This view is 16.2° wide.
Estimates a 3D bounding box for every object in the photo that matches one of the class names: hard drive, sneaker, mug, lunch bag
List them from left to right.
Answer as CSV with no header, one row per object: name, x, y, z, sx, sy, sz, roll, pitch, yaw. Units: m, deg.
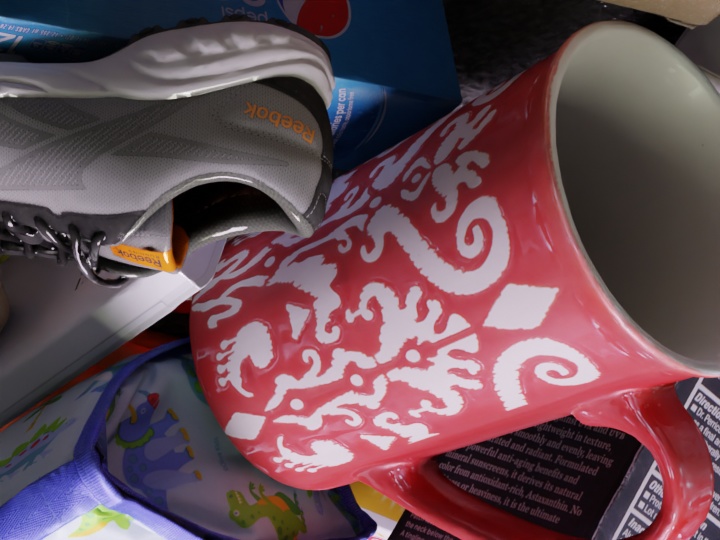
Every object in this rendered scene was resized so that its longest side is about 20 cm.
sneaker,-0.105,-0.031,0.877,0.199,0.080,0.074,-11,156,6
hard drive,-0.118,-0.001,1.036,0.026,0.132,0.200,39,132,-21
lunch bag,-0.115,0.111,1.011,0.170,0.128,0.200,-33,165,22
mug,0.038,0.023,0.942,0.200,0.178,0.133,-23,143,39

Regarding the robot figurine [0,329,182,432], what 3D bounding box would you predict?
robot figurine,-0.088,0.105,1.215,0.200,0.144,0.117,22,99,-39

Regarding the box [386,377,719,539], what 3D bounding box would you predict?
box,0.148,0.097,1.061,0.200,0.199,0.123,39,166,-33

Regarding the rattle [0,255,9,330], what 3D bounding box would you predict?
rattle,-0.174,-0.043,1.046,0.130,0.143,0.200,27,166,-2

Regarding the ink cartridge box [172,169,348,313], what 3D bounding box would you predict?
ink cartridge box,0.000,0.000,1.180,0.199,0.044,0.174,3,150,-25

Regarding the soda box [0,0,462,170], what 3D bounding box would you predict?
soda box,-0.064,-0.090,0.938,0.199,0.068,0.064,7,150,-32

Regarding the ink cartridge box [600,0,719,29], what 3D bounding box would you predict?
ink cartridge box,0.085,-0.166,0.827,0.199,0.075,0.165,9,150,-35

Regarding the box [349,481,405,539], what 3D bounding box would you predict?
box,0.042,0.098,1.175,0.112,0.102,0.200,19,164,28

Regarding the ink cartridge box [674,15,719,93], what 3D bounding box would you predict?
ink cartridge box,0.235,-0.044,0.996,0.083,0.200,0.147,-55,154,-9
